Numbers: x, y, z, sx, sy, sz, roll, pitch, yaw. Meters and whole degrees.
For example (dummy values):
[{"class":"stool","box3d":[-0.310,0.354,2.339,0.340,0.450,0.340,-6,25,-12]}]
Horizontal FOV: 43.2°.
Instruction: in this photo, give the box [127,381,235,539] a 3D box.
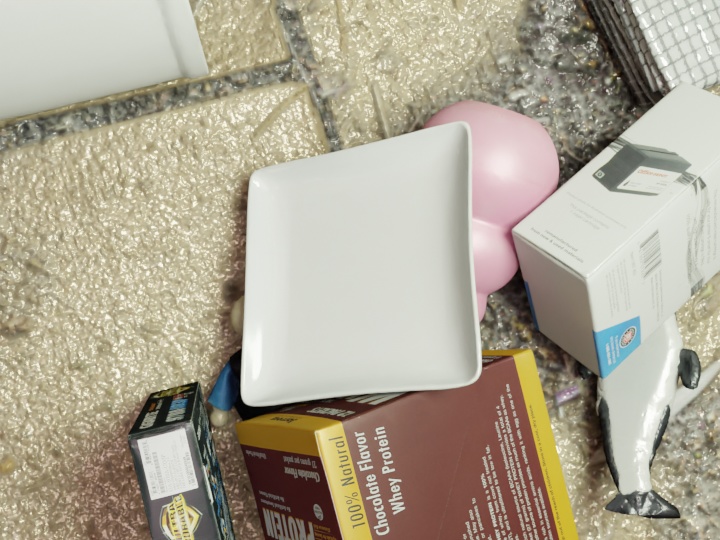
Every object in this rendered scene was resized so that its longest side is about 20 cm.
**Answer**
[{"class":"box","box3d":[-0.125,0.175,0.679,0.046,0.200,0.159,-13,93,-9]}]

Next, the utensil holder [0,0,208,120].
[{"class":"utensil holder","box3d":[-0.233,-0.206,0.681,0.200,0.170,0.170,-16,93,-5]}]

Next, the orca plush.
[{"class":"orca plush","box3d":[0.258,0.116,0.798,0.105,0.071,0.200,-20,60,31]}]

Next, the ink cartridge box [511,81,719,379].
[{"class":"ink cartridge box","box3d":[0.231,-0.032,0.744,0.200,0.084,0.145,-40,140,-12]}]

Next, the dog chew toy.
[{"class":"dog chew toy","box3d":[0.085,-0.035,0.754,0.124,0.125,0.200,18,96,-8]}]

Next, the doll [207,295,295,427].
[{"class":"doll","box3d":[-0.057,0.112,0.764,0.136,0.048,0.200,-23,97,-9]}]

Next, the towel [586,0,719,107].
[{"class":"towel","box3d":[0.284,-0.257,0.798,0.166,0.086,0.200,-27,92,-9]}]

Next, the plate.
[{"class":"plate","box3d":[0.000,0.000,0.696,0.199,0.032,0.200,-9,70,27]}]

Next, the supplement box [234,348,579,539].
[{"class":"supplement box","box3d":[0.040,0.182,0.703,0.200,0.133,0.197,-16,93,-32]}]
